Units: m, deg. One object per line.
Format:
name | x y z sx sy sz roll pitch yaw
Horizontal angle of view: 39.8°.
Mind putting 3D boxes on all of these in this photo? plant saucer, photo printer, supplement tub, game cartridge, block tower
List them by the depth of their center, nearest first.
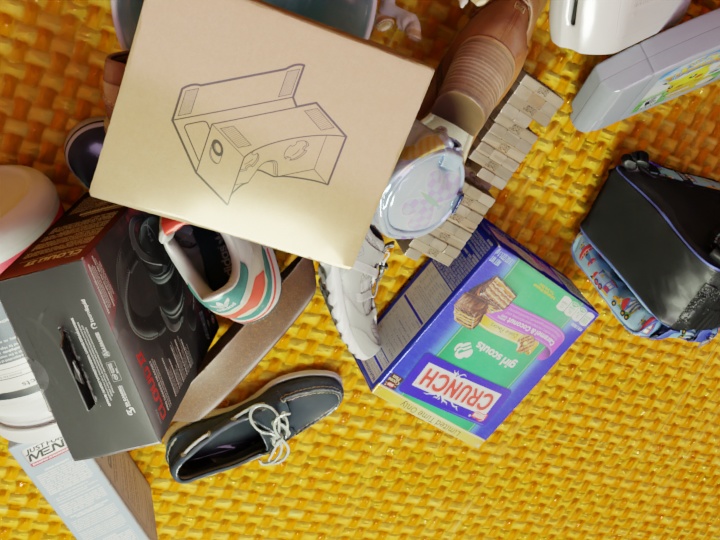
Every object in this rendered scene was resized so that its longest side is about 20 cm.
photo printer | 0.223 -0.269 0.812 0.199 0.069 0.168 -31 137 -46
supplement tub | -0.289 0.029 0.828 0.139 0.141 0.202 -19 125 -7
plant saucer | -0.103 0.064 0.885 0.034 0.200 0.200 42 102 -6
game cartridge | 0.298 -0.193 0.916 0.198 0.041 0.133 -23 167 -5
block tower | 0.107 -0.098 0.944 0.057 0.054 0.201 25 110 -30

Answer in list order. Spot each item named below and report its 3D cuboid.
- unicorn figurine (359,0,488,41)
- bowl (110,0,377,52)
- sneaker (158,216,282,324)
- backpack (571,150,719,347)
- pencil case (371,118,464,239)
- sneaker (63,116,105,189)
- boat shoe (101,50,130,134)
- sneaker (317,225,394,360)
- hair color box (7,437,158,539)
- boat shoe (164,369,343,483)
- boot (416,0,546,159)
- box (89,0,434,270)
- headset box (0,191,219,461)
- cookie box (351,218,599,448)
unicorn figurine | 0.060 -0.264 0.792 0.197 0.139 0.074 -15 154 7
bowl | -0.095 -0.222 0.763 0.198 0.105 0.203 -9 123 -15
sneaker | -0.124 -0.056 0.765 0.070 0.202 0.093 -24 169 12
backpack | 0.342 -0.017 1.012 0.198 0.183 0.135 4 129 -35
pencil case | 0.000 -0.112 0.805 0.082 0.200 0.092 -2 127 -41
sneaker | -0.159 -0.063 0.857 0.198 0.080 0.079 26 110 -29
boat shoe | -0.088 -0.138 0.711 0.197 0.076 0.073 -13 123 -13
sneaker | 0.000 0.000 0.953 0.081 0.075 0.202 -18 124 -6
hair color box | -0.266 0.194 0.964 0.060 0.099 0.202 -23 125 -3
boat shoe | -0.106 0.162 1.024 0.197 0.062 0.076 -16 123 -10
boot | 0.095 -0.166 0.869 0.073 0.200 0.156 34 67 -11
box | -0.069 -0.098 0.685 0.198 0.021 0.165 16 113 -17
headset box | -0.187 0.033 0.756 0.076 0.200 0.151 -14 111 11
cookie box | 0.119 0.067 1.038 0.170 0.075 0.201 30 108 -33
